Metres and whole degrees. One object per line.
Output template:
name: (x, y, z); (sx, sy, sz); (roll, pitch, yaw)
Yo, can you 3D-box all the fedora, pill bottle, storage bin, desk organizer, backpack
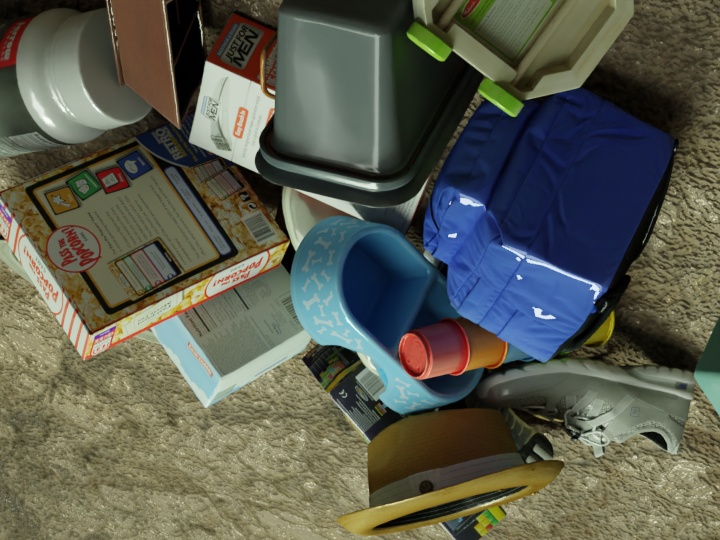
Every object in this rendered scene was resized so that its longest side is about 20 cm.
fedora: (0.069, 0.165, 1.484); (0.200, 0.082, 0.201); (-13, 165, -4)
pill bottle: (-0.274, -0.159, 1.482); (0.199, 0.114, 0.114); (-7, 134, 37)
storage bin: (0.001, -0.166, 1.246); (0.145, 0.200, 0.135); (14, 133, 16)
desk organizer: (-0.146, -0.212, 1.339); (0.077, 0.072, 0.201); (40, 150, 29)
backpack: (0.138, -0.038, 1.349); (0.167, 0.163, 0.200); (31, 159, 8)

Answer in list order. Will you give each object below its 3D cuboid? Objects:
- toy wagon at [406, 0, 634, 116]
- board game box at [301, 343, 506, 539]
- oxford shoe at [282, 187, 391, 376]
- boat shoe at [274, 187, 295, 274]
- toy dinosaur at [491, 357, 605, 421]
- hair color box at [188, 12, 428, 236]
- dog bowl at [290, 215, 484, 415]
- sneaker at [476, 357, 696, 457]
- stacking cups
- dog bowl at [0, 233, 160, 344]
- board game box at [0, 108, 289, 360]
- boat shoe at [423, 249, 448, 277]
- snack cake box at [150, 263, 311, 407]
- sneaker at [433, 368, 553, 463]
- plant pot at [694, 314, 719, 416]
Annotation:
toy wagon: (0.094, -0.204, 1.160); (0.200, 0.155, 0.040); (34, -174, -28)
board game box: (0.037, 0.154, 1.638); (0.200, 0.057, 0.165); (50, 176, -12)
oxford shoe: (0.000, 0.000, 1.491); (0.058, 0.075, 0.201); (-10, 110, 58)
boat shoe: (-0.050, 0.001, 1.582); (0.074, 0.075, 0.203); (12, 143, 19)
toy dinosaur: (0.163, 0.104, 1.598); (0.199, 0.058, 0.101); (22, 146, 6)
hair color box: (-0.033, -0.117, 1.429); (0.199, 0.064, 0.111); (23, 145, 1)
dog bowl: (0.030, 0.037, 1.438); (0.049, 0.112, 0.200); (-5, 138, 49)
sneaker: (0.196, 0.119, 1.505); (0.199, 0.083, 0.075); (5, 174, -12)
stacking cups: (0.120, 0.048, 1.442); (0.060, 0.199, 0.061); (13, 106, 50)
dog bowl: (-0.241, -0.008, 1.651); (0.199, 0.074, 0.200); (25, 164, 8)
board game box: (-0.183, -0.034, 1.468); (0.152, 0.199, 0.046); (54, 149, 17)
boat shoe: (0.073, 0.032, 1.559); (0.066, 0.070, 0.200); (24, 138, 4)
snack cake box: (-0.141, 0.004, 1.535); (0.200, 0.115, 0.067); (54, 151, 12)
sneaker: (0.091, 0.134, 1.641); (0.115, 0.075, 0.200); (25, 163, 45)
plant pot: (0.376, 0.078, 1.367); (0.199, 0.142, 0.141); (-2, 137, 45)
